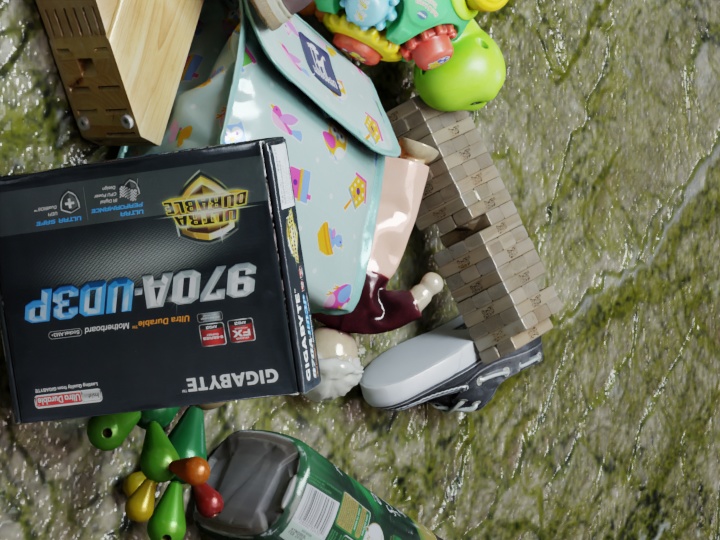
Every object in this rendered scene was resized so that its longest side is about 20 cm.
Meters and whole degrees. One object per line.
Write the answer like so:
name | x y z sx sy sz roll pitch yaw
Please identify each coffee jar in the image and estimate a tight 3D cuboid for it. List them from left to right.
coffee jar | -0.021 0.191 1.677 0.200 0.104 0.086 39 68 -41

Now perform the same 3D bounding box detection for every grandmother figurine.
grandmother figurine | 0.000 0.000 1.706 0.061 0.120 0.201 23 86 -80

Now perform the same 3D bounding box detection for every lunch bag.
lunch bag | -0.065 -0.088 1.605 0.170 0.121 0.201 35 62 -41

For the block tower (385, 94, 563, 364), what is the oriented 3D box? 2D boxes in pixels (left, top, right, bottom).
block tower | 0.081 -0.036 1.757 0.058 0.054 0.201 -26 89 -48

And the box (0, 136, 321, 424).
box | -0.133 0.007 1.480 0.046 0.198 0.160 -24 107 -73

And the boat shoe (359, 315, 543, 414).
boat shoe | 0.075 0.078 1.800 0.200 0.071 0.068 -28 110 -49

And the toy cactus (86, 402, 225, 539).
toy cactus | -0.121 0.079 1.587 0.165 0.102 0.202 -25 100 -53

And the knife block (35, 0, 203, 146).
knife block | -0.134 -0.204 1.566 0.175 0.064 0.201 -33 115 -39

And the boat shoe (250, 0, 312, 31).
boat shoe | -0.049 -0.241 1.589 0.201 0.064 0.072 -96 164 -48

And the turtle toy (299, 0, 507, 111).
turtle toy | 0.033 -0.188 1.682 0.199 0.145 0.102 30 84 -34
